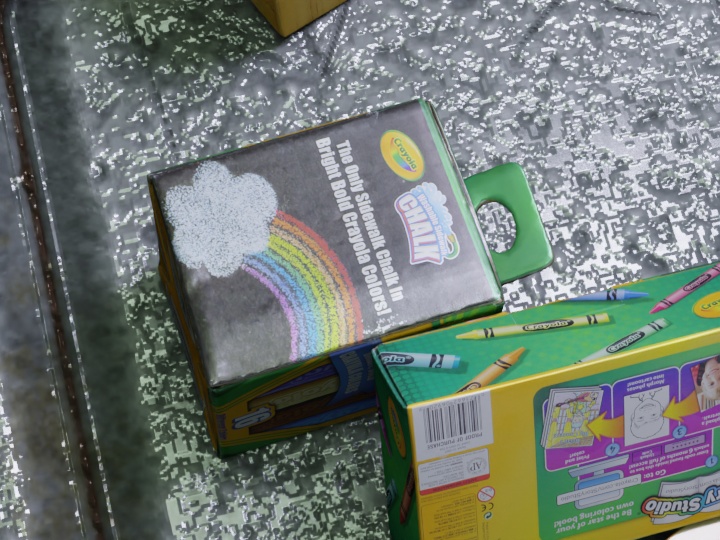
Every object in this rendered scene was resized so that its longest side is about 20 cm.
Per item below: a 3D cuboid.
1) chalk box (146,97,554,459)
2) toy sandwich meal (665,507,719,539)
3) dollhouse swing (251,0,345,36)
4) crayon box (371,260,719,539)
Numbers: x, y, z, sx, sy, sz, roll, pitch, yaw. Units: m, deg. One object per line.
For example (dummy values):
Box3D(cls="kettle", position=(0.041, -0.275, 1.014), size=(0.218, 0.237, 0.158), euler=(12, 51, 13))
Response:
Box3D(cls="chalk box", position=(0.000, 0.000, 0.914), size=(0.198, 0.124, 0.126), euler=(-15, 70, -10))
Box3D(cls="toy sandwich meal", position=(0.208, 0.226, 0.872), size=(0.203, 0.070, 0.207), euler=(4, 71, -10))
Box3D(cls="dollhouse swing", position=(-0.043, -0.276, 0.995), size=(0.175, 0.182, 0.200), euler=(-38, 79, -6))
Box3D(cls="crayon box", position=(0.111, 0.078, 0.864), size=(0.198, 0.120, 0.058), euler=(-13, 33, -11))
